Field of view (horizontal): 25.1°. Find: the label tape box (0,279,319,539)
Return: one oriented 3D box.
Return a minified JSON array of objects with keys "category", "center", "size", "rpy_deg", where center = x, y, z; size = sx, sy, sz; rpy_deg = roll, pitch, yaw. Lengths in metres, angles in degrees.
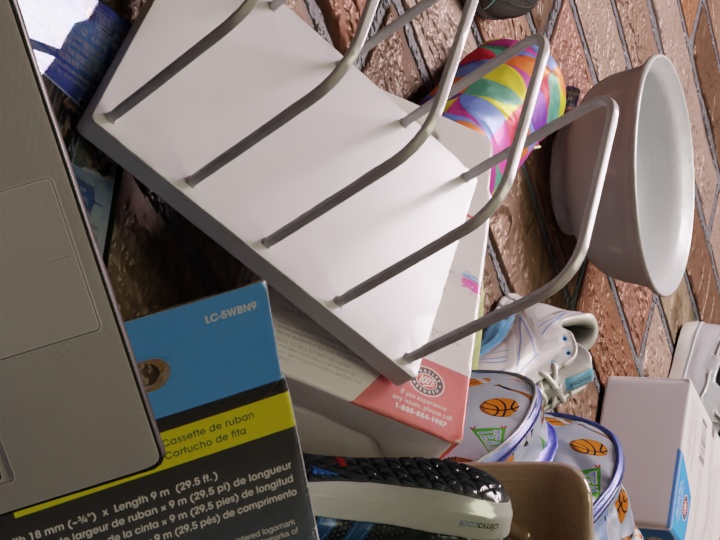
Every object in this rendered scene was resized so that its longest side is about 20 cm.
[{"category":"label tape box","center":[-0.093,0.107,0.641],"size":[0.143,0.063,0.201],"rpy_deg":[-16,110,-17]}]

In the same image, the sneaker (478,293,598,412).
[{"category":"sneaker","center":[0.121,0.079,1.168],"size":[0.200,0.086,0.075],"rpy_deg":[-55,139,-49]}]

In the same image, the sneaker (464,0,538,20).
[{"category":"sneaker","center":[0.101,-0.236,1.139],"size":[0.200,0.079,0.076],"rpy_deg":[40,54,-60]}]

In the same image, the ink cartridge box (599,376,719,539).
[{"category":"ink cartridge box","center":[0.284,0.206,1.513],"size":[0.200,0.084,0.147],"rpy_deg":[53,44,-53]}]

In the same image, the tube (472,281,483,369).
[{"category":"tube","center":[0.052,0.032,0.977],"size":[0.052,0.058,0.201],"rpy_deg":[-30,148,-29]}]

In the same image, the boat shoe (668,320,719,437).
[{"category":"boat shoe","center":[0.362,0.137,1.697],"size":[0.070,0.071,0.202],"rpy_deg":[61,37,-45]}]

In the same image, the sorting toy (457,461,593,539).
[{"category":"sorting toy","center":[0.018,0.186,0.812],"size":[0.036,0.198,0.187],"rpy_deg":[-46,134,-76]}]

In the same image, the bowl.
[{"category":"bowl","center":[0.217,-0.079,1.369],"size":[0.201,0.090,0.203],"rpy_deg":[3,86,-64]}]

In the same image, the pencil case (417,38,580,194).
[{"category":"pencil case","center":[0.079,-0.090,1.085],"size":[0.200,0.088,0.089],"rpy_deg":[-44,129,-55]}]

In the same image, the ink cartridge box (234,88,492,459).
[{"category":"ink cartridge box","center":[0.000,0.000,0.848],"size":[0.116,0.068,0.201],"rpy_deg":[23,52,-15]}]

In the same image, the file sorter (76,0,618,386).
[{"category":"file sorter","center":[0.003,-0.075,0.741],"size":[0.200,0.124,0.139],"rpy_deg":[39,46,-22]}]

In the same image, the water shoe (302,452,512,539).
[{"category":"water shoe","center":[-0.029,0.126,0.736],"size":[0.072,0.198,0.080],"rpy_deg":[-118,-146,-80]}]

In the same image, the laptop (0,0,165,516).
[{"category":"laptop","center":[-0.177,0.030,0.491],"size":[0.116,0.199,0.189],"rpy_deg":[-117,-169,-68]}]

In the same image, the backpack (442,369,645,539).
[{"category":"backpack","center":[0.060,0.142,0.910],"size":[0.200,0.189,0.155],"rpy_deg":[-55,140,-52]}]

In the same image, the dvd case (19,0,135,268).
[{"category":"dvd case","center":[-0.147,-0.037,0.674],"size":[0.143,0.017,0.202],"rpy_deg":[36,56,-60]}]
